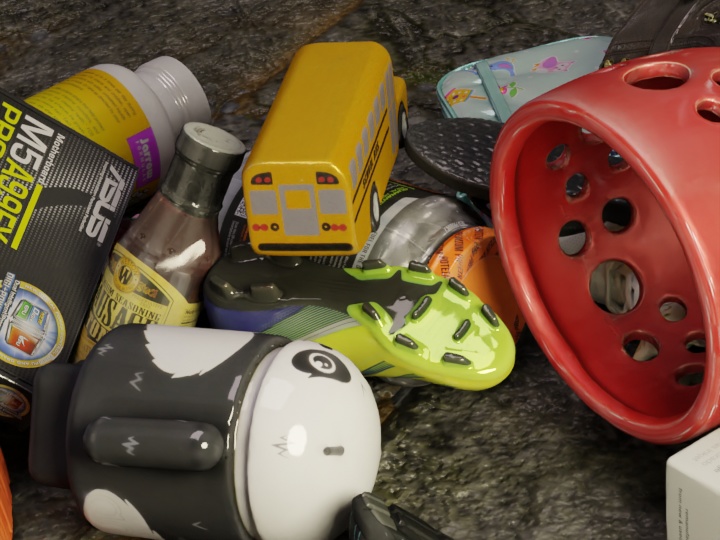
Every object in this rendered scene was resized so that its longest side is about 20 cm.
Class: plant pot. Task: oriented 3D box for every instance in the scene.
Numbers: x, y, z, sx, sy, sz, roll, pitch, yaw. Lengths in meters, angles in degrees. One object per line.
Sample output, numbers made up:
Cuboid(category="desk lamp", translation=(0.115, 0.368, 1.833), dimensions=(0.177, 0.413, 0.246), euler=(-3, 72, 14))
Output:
Cuboid(category="plant pot", translation=(0.198, -0.029, 1.205), dimensions=(0.182, 0.201, 0.200), euler=(-22, 33, -23))

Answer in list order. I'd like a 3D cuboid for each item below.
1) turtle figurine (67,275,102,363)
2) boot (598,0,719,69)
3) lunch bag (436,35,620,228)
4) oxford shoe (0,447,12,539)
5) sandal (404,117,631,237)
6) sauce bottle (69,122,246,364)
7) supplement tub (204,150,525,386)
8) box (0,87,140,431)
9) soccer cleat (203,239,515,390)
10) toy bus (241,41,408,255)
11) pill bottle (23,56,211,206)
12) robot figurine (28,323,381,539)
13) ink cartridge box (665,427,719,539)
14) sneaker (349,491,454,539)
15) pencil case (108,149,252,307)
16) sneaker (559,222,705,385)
Cuboid(category="turtle figurine", translation=(-0.266, -0.009, 1.422), dimensions=(0.194, 0.200, 0.144), euler=(14, -6, -2))
Cuboid(category="boot", translation=(0.222, -0.129, 1.441), dimensions=(0.174, 0.069, 0.200), euler=(0, 46, 51))
Cuboid(category="lunch bag", translation=(0.137, -0.089, 1.540), dimensions=(0.160, 0.077, 0.200), euler=(-11, 30, -4))
Cuboid(category="oxford shoe", translation=(-0.245, 0.151, 1.247), dimensions=(0.073, 0.071, 0.200), euler=(-9, 30, 10))
Cuboid(category="sandal", translation=(0.121, -0.044, 1.356), dimensions=(0.200, 0.048, 0.075), euler=(14, 33, 1))
Cuboid(category="sauce bottle", translation=(-0.124, 0.007, 1.328), dimensions=(0.066, 0.200, 0.066), euler=(19, 19, -7))
Cuboid(category="supplement tub", translation=(0.000, 0.000, 1.383), dimensions=(0.200, 0.123, 0.122), euler=(19, 40, 39))
Cuboid(category="box", translation=(-0.237, -0.022, 1.353), dimensions=(0.160, 0.044, 0.200), euler=(30, 47, -15))
Cuboid(category="soccer cleat", translation=(0.001, 0.037, 1.283), dimensions=(0.200, 0.084, 0.065), euler=(13, 51, 25))
Cuboid(category="toy bus", translation=(-0.018, -0.077, 1.318), dimensions=(0.065, 0.078, 0.200), euler=(-1, 30, 12))
Cuboid(category="pill bottle", translation=(-0.206, -0.084, 1.599), dimensions=(0.200, 0.104, 0.104), euler=(-32, 37, -33))
Cuboid(category="robot figurine", translation=(-0.087, 0.091, 1.247), dimensions=(0.200, 0.125, 0.150), euler=(4, 41, 22))
Cuboid(category="ink cartridge box", translation=(0.274, 0.136, 1.106), dimensions=(0.145, 0.084, 0.200), euler=(-25, 35, -31))
Cuboid(category="sneaker", translation=(0.016, 0.172, 1.130), dimensions=(0.075, 0.079, 0.200), euler=(30, 6, -10))
Cuboid(category="pencil case", translation=(-0.078, -0.034, 1.502), dimensions=(0.087, 0.088, 0.200), euler=(21, 42, 41))
Cuboid(category="sneaker", translation=(0.181, 0.021, 1.347), dimensions=(0.200, 0.074, 0.116), euler=(17, 36, 35))
